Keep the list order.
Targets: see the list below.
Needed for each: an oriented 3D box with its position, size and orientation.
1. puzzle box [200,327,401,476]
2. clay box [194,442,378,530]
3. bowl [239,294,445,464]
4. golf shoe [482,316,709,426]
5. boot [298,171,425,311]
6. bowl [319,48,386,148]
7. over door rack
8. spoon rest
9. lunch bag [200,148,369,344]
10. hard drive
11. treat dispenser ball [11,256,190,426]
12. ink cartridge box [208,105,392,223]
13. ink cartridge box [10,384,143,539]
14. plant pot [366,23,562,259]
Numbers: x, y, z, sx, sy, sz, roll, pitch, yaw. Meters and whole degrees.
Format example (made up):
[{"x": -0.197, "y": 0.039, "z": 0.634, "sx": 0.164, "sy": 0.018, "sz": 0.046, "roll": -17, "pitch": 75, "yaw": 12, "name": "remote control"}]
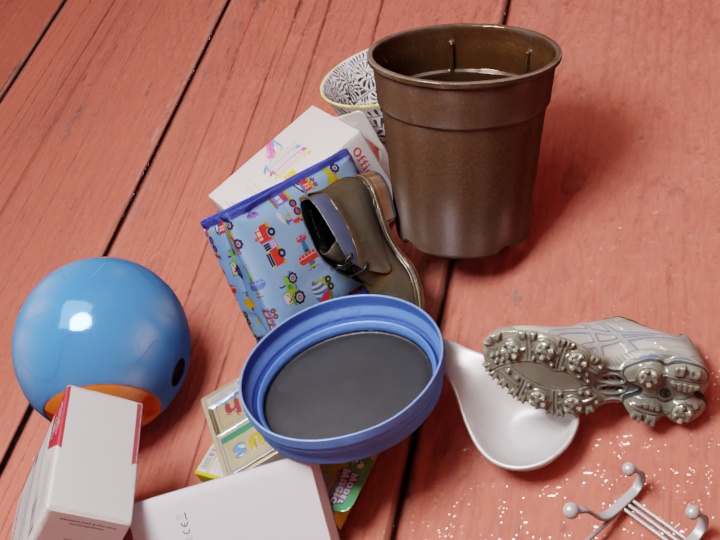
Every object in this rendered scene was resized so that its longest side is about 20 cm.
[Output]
[{"x": -0.060, "y": 0.127, "z": 1.025, "sx": 0.198, "sy": 0.026, "sz": 0.133, "roll": -31, "pitch": 37, "yaw": -2, "name": "puzzle box"}, {"x": -0.059, "y": 0.185, "z": 1.020, "sx": 0.197, "sy": 0.048, "sz": 0.116, "roll": 6, "pitch": 52, "yaw": 36, "name": "clay box"}, {"x": -0.015, "y": 0.100, "z": 0.955, "sx": 0.197, "sy": 0.040, "sz": 0.202, "roll": -11, "pitch": 34, "yaw": 8, "name": "bowl"}, {"x": 0.208, "y": 0.079, "z": 0.909, "sx": 0.196, "sy": 0.080, "sz": 0.098, "roll": 11, "pitch": 31, "yaw": 10, "name": "golf shoe"}, {"x": 0.000, "y": 0.000, "z": 1.062, "sx": 0.096, "sy": 0.204, "sz": 0.074, "roll": -11, "pitch": -12, "yaw": -34, "name": "boot"}, {"x": 0.055, "y": -0.212, "z": 1.280, "sx": 0.197, "sy": 0.096, "sz": 0.202, "roll": -13, "pitch": 31, "yaw": 8, "name": "bowl"}, {"x": 0.195, "y": 0.252, "z": 0.770, "sx": 0.200, "sy": 0.067, "sz": 0.147, "roll": -44, "pitch": 40, "yaw": -11, "name": "over door rack"}, {"x": 0.119, "y": 0.117, "z": 0.956, "sx": 0.099, "sy": 0.061, "sz": 0.199, "roll": -43, "pitch": 40, "yaw": -14, "name": "spoon rest"}, {"x": -0.048, "y": -0.031, "z": 1.110, "sx": 0.198, "sy": 0.153, "sz": 0.094, "roll": -29, "pitch": 11, "yaw": -25, "name": "lunch bag"}, {"x": -0.114, "y": 0.258, "z": 0.945, "sx": 0.197, "sy": 0.025, "sz": 0.134, "roll": -19, "pitch": 83, "yaw": 18, "name": "hard drive"}, {"x": -0.292, "y": 0.086, "z": 1.155, "sx": 0.198, "sy": 0.202, "sz": 0.203, "roll": -18, "pitch": 42, "yaw": 17, "name": "treat dispenser ball"}, {"x": -0.054, "y": -0.090, "z": 1.223, "sx": 0.199, "sy": 0.129, "sz": 0.125, "roll": -42, "pitch": 38, "yaw": -10, "name": "ink cartridge box"}, {"x": -0.291, "y": 0.240, "z": 1.019, "sx": 0.201, "sy": 0.082, "sz": 0.146, "roll": -57, "pitch": 26, "yaw": 35, "name": "ink cartridge box"}, {"x": 0.106, "y": -0.134, "z": 1.071, "sx": 0.196, "sy": 0.202, "sz": 0.201, "roll": -1, "pitch": 28, "yaw": 1, "name": "plant pot"}]
